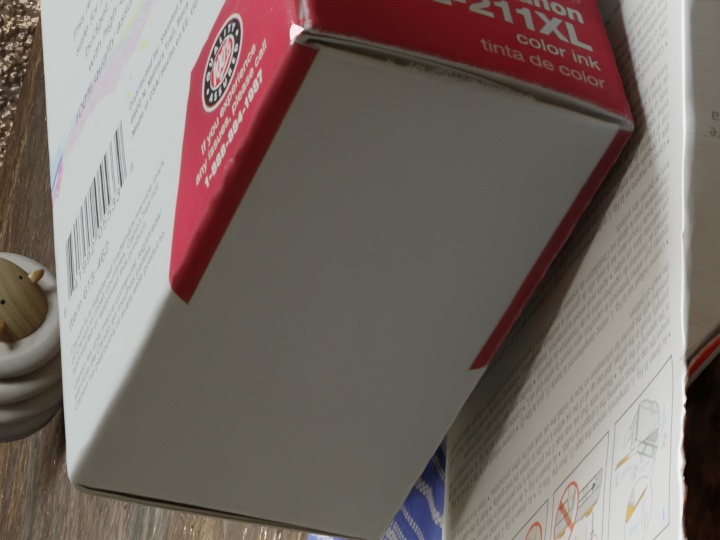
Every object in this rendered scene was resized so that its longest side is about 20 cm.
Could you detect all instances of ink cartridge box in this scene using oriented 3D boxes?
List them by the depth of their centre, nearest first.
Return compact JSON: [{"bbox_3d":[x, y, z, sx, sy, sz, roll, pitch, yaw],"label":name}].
[{"bbox_3d":[0.061,0.029,0.602,0.161,0.050,0.200,121,155,-57],"label":"ink cartridge box"},{"bbox_3d":[-0.016,-0.059,0.660,0.200,0.083,0.146,-100,30,-45],"label":"ink cartridge box"}]

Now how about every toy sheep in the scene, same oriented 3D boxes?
[{"bbox_3d":[-0.258,0.054,1.861,0.200,0.138,0.138,101,175,-59],"label":"toy sheep"}]

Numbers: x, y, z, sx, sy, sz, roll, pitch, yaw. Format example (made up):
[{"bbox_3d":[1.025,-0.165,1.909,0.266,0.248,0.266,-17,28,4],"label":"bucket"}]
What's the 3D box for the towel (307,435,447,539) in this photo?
[{"bbox_3d":[0.018,0.035,0.845,0.145,0.024,0.200,-135,58,-75],"label":"towel"}]
